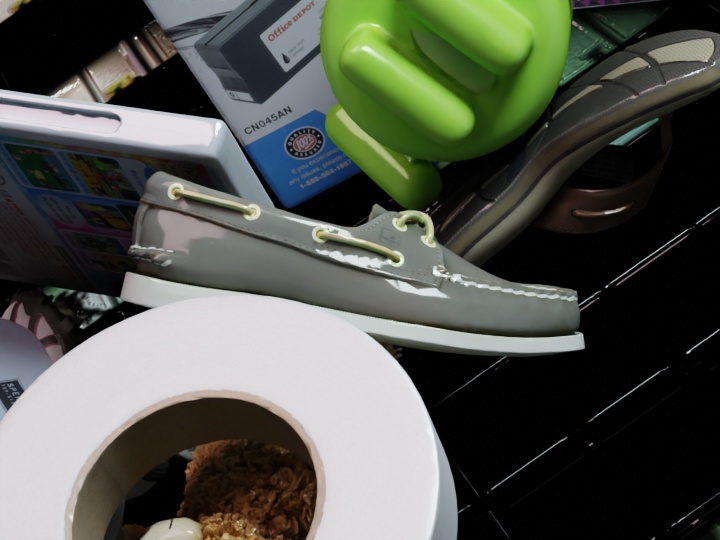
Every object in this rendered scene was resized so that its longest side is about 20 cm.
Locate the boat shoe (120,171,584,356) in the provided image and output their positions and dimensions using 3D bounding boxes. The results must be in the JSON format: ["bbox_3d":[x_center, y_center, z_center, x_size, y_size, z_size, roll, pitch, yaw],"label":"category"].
[{"bbox_3d":[0.000,0.000,1.094,0.202,0.060,0.072,8,-2,-2],"label":"boat shoe"}]

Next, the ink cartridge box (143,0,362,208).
[{"bbox_3d":[-0.031,-0.156,1.361,0.145,0.200,0.084,-27,25,15],"label":"ink cartridge box"}]

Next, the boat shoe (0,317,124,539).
[{"bbox_3d":[-0.156,0.098,1.137,0.074,0.068,0.199,-9,32,-23],"label":"boat shoe"}]

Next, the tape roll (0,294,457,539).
[{"bbox_3d":[-0.062,0.102,1.004,0.203,0.037,0.203,-8,55,11],"label":"tape roll"}]

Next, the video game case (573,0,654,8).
[{"bbox_3d":[0.208,-0.218,1.377,0.181,0.036,0.200,1,42,51],"label":"video game case"}]

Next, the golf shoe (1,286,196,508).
[{"bbox_3d":[-0.153,0.068,1.265,0.088,0.077,0.200,-46,26,-8],"label":"golf shoe"}]

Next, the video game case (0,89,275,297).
[{"bbox_3d":[-0.124,-0.031,1.200,0.182,0.200,0.024,9,69,17],"label":"video game case"}]

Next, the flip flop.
[{"bbox_3d":[0.100,-0.040,1.177,0.200,0.058,0.081,-42,11,23],"label":"flip flop"}]

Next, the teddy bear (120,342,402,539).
[{"bbox_3d":[-0.048,0.095,1.096,0.145,0.067,0.200,-8,35,47],"label":"teddy bear"}]

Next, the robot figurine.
[{"bbox_3d":[0.044,-0.120,1.227,0.175,0.116,0.200,-55,3,16],"label":"robot figurine"}]
